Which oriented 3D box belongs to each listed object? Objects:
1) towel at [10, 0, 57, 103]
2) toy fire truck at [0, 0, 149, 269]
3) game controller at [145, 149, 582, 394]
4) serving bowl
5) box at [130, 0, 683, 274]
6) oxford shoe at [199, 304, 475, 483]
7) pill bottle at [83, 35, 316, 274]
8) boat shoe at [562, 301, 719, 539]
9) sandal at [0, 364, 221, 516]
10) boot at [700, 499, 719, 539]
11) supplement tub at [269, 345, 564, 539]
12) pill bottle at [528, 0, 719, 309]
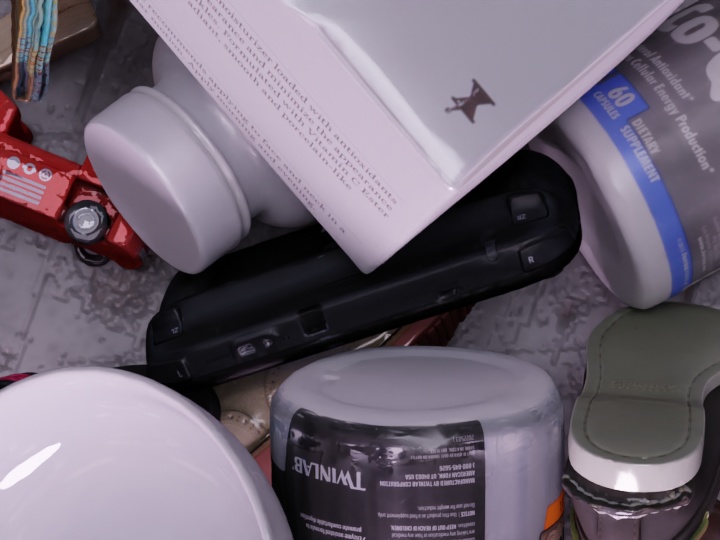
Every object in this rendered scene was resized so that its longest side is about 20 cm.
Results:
[{"bbox_3d":[-0.128,-0.179,0.785,0.022,0.200,0.148,2,64,-13],"label":"towel"},{"bbox_3d":[-0.170,-0.098,0.920,0.199,0.049,0.142,21,77,4],"label":"toy fire truck"},{"bbox_3d":[0.000,0.000,0.845,0.199,0.104,0.042,-18,106,11],"label":"game controller"},{"bbox_3d":[-0.102,0.143,0.781,0.199,0.066,0.201,-7,75,27],"label":"serving bowl"},{"bbox_3d":[0.023,-0.145,0.767,0.200,0.131,0.199,-40,89,-21],"label":"box"},{"bbox_3d":[-0.014,0.031,0.881,0.200,0.070,0.075,-43,75,-10],"label":"oxford shoe"},{"bbox_3d":[-0.023,-0.090,0.869,0.200,0.111,0.111,-39,80,-20],"label":"pill bottle"},{"bbox_3d":[0.126,0.067,0.828,0.071,0.201,0.061,7,110,17],"label":"boat shoe"},{"bbox_3d":[-0.160,0.080,0.858,0.199,0.045,0.076,-7,64,11],"label":"sandal"},{"bbox_3d":[0.189,0.202,0.850,0.199,0.064,0.187,19,80,0],"label":"boot"},{"bbox_3d":[0.025,0.141,0.803,0.122,0.123,0.201,-1,103,0],"label":"supplement tub"},{"bbox_3d":[0.186,-0.077,0.882,0.199,0.114,0.114,-29,79,-7],"label":"pill bottle"}]
